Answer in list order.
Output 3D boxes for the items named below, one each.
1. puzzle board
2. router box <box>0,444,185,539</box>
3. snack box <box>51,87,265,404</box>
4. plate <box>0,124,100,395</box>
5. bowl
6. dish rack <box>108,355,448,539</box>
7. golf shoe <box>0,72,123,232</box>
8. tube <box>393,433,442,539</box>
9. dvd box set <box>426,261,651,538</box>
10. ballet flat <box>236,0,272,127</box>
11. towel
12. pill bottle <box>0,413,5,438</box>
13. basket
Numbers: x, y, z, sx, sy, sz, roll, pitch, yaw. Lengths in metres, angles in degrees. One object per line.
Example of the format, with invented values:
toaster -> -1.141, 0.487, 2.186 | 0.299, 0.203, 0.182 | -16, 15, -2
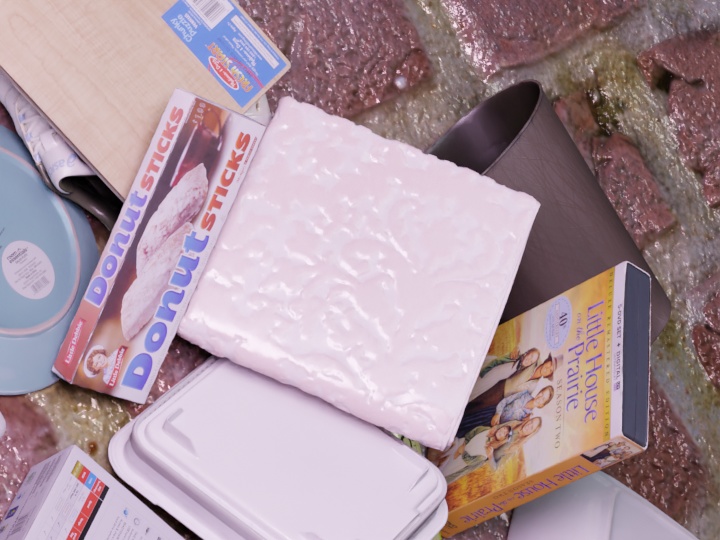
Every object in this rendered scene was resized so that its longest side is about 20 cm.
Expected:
puzzle board -> -0.162, -0.157, 1.589 | 0.200, 0.017, 0.151 | 48, 70, -10
router box -> -0.161, 0.238, 1.481 | 0.179, 0.049, 0.200 | 44, 43, -19
snack box -> -0.130, -0.015, 1.577 | 0.072, 0.024, 0.200 | 21, 94, -50
plate -> -0.241, -0.018, 1.565 | 0.200, 0.026, 0.201 | 25, 51, -34
bowl -> 0.201, 0.251, 1.827 | 0.200, 0.075, 0.200 | 37, 44, -26
dish rack -> -0.046, 0.126, 1.603 | 0.200, 0.044, 0.172 | 36, 39, 12
golf shoe -> -0.194, -0.101, 1.607 | 0.200, 0.078, 0.097 | 44, 29, -18
tube -> 0.025, 0.137, 1.729 | 0.058, 0.052, 0.200 | -10, 76, -37
dvd box set -> 0.124, 0.094, 1.740 | 0.029, 0.200, 0.147 | 29, 50, -31
ballet flat -> -0.094, -0.126, 1.712 | 0.069, 0.071, 0.200 | 0, 52, -22
towel -> 0.000, 0.000, 1.646 | 0.200, 0.032, 0.191 | 23, 70, -1
pill bottle -> -0.300, 0.038, 1.408 | 0.110, 0.109, 0.200 | -35, 94, -49
basket -> 0.138, -0.017, 1.876 | 0.200, 0.136, 0.180 | 50, 45, -17
